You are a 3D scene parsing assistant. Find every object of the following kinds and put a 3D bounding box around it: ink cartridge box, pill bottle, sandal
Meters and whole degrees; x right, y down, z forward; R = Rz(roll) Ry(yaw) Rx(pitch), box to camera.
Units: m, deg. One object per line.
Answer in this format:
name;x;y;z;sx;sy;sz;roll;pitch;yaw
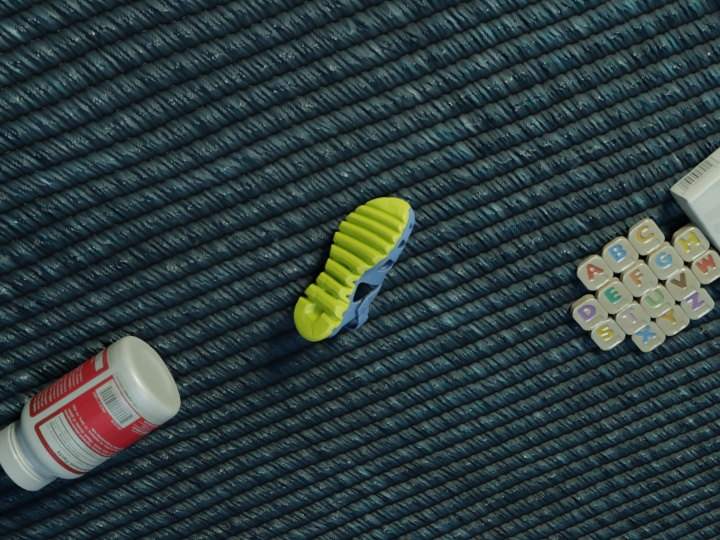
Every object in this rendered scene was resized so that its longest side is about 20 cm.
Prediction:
ink cartridge box;0.521;-0.090;1.183;0.161;0.050;0.200;-41;124;9
pill bottle;-0.325;0.174;1.075;0.200;0.112;0.112;-33;120;5
sandal;0.000;0.000;1.093;0.200;0.079;0.087;-54;148;10

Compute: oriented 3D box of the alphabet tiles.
alphabet tiles;0.386;0.026;1.213;0.200;0.015;0.196;-37;120;15
